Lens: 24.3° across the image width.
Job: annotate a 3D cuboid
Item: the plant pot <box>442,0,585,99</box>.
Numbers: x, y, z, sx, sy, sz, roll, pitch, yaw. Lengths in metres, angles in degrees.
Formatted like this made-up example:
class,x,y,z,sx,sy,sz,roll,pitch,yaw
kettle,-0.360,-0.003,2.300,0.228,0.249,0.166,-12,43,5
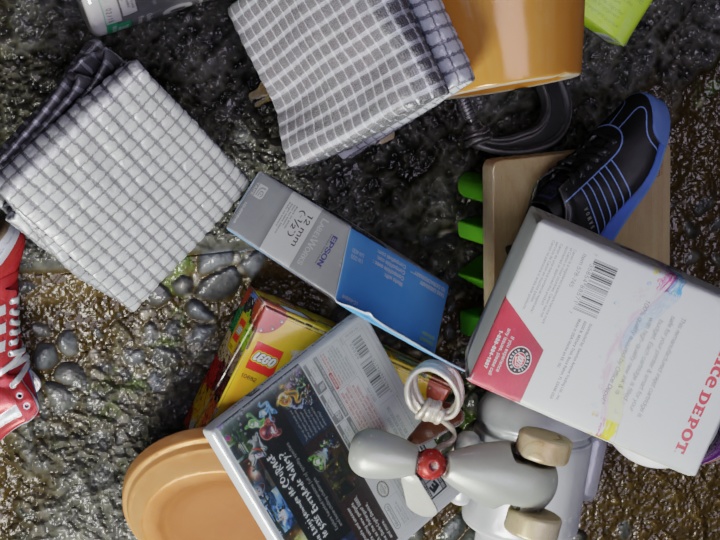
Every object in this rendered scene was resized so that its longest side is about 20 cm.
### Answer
class,x,y,z,sx,sy,sz,roll,pitch,yaw
plant pot,0.112,-0.245,1.414,0.200,0.200,0.184,-11,93,-12

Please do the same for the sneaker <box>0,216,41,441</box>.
class,x,y,z,sx,sy,sz,roll,pitch,yaw
sneaker,-0.310,0.058,1.459,0.112,0.071,0.200,26,102,-14

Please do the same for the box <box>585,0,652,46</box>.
class,x,y,z,sx,sy,sz,roll,pitch,yaw
box,0.244,-0.322,1.527,0.122,0.048,0.200,32,93,-19

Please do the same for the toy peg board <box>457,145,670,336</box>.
class,x,y,z,sx,sy,sz,roll,pitch,yaw
toy peg board,0.182,-0.018,1.568,0.199,0.098,0.200,-8,104,-28

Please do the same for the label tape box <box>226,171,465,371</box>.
class,x,y,z,sx,sy,sz,roll,pitch,yaw
label tape box,0.000,0.000,1.420,0.143,0.200,0.066,30,90,-46

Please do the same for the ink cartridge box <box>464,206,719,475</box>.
class,x,y,z,sx,sy,sz,roll,pitch,yaw
ink cartridge box,0.205,0.055,1.373,0.200,0.145,0.145,24,96,0

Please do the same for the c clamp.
class,x,y,z,sx,sy,sz,roll,pitch,yaw
c clamp,0.100,-0.188,1.506,0.171,0.027,0.200,-26,89,-25

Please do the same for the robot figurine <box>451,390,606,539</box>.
class,x,y,z,sx,sy,sz,roll,pitch,yaw
robot figurine,0.160,0.184,1.582,0.169,0.113,0.200,0,103,-31

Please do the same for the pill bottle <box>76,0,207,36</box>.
class,x,y,z,sx,sy,sz,roll,pitch,yaw
pill bottle,-0.150,-0.280,1.404,0.200,0.113,0.113,-20,106,-8

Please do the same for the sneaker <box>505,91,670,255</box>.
class,x,y,z,sx,sy,sz,roll,pitch,yaw
sneaker,0.200,-0.077,1.469,0.078,0.070,0.200,30,86,-38

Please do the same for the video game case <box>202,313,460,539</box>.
class,x,y,z,sx,sy,sz,roll,pitch,yaw
video game case,-0.021,0.168,1.468,0.182,0.023,0.200,-37,109,-26

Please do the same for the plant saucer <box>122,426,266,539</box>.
class,x,y,z,sx,sy,sz,roll,pitch,yaw
plant saucer,-0.118,0.221,1.509,0.200,0.037,0.200,1,130,1

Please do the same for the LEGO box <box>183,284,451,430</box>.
class,x,y,z,sx,sy,sz,roll,pitch,yaw
LEGO box,-0.040,0.125,1.538,0.200,0.077,0.149,25,95,-17

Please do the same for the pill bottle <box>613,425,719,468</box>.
class,x,y,z,sx,sy,sz,roll,pitch,yaw
pill bottle,0.290,0.127,1.551,0.112,0.200,0.113,-2,84,24

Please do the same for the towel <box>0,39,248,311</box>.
class,x,y,z,sx,sy,sz,roll,pitch,yaw
towel,-0.210,-0.081,1.411,0.166,0.086,0.200,-45,138,-1

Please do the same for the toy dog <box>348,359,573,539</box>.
class,x,y,z,sx,sy,sz,roll,pitch,yaw
toy dog,0.093,0.167,1.470,0.200,0.096,0.132,33,91,-6

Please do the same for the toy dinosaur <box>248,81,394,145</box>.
class,x,y,z,sx,sy,sz,roll,pitch,yaw
toy dinosaur,0.004,-0.166,1.497,0.200,0.058,0.101,-22,105,-9

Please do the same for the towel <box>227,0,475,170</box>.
class,x,y,z,sx,sy,sz,roll,pitch,yaw
towel,-0.016,-0.186,1.382,0.086,0.200,0.166,-29,92,-40
